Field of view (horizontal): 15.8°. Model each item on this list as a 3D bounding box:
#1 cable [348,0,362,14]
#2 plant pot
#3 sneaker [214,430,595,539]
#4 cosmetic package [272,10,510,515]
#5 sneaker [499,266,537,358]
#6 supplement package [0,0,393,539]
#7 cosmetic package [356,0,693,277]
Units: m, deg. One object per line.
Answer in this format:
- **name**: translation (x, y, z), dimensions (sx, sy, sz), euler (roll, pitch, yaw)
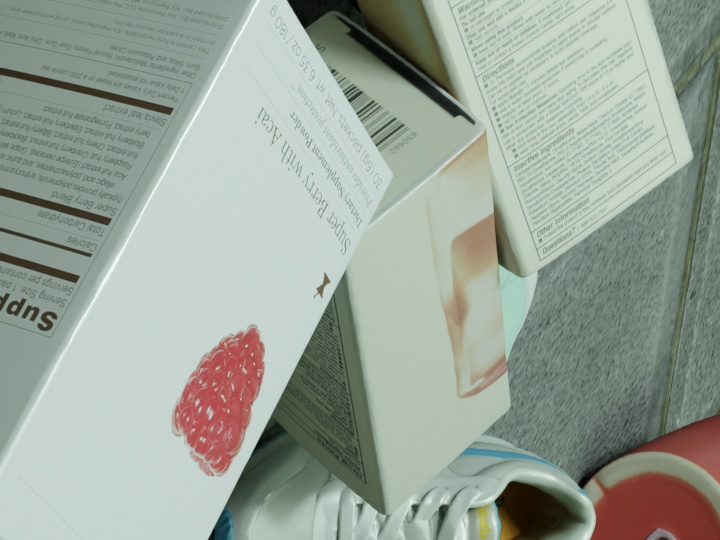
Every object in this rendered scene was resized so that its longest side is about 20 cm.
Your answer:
- **cable**: translation (0.063, -0.189, 1.142), dimensions (0.200, 0.051, 0.163), euler (-52, 135, 1)
- **plant pot**: translation (0.245, 0.200, 1.856), dimensions (0.177, 0.199, 0.202), euler (7, 101, -59)
- **sneaker**: translation (0.022, 0.116, 1.258), dimensions (0.199, 0.081, 0.077), euler (-5, 103, -34)
- **cosmetic package**: translation (0.000, 0.000, 1.129), dimensions (0.087, 0.103, 0.201), euler (-38, 149, -21)
- **sneaker**: translation (0.037, 0.053, 1.327), dimensions (0.201, 0.073, 0.119), euler (88, 22, -49)
- **supplement package**: translation (-0.097, 0.007, 0.861), dimensions (0.201, 0.119, 0.121), euler (-63, 147, -21)
- **cosmetic package**: translation (0.060, -0.110, 1.095), dimensions (0.105, 0.071, 0.201), euler (-33, 126, -18)
